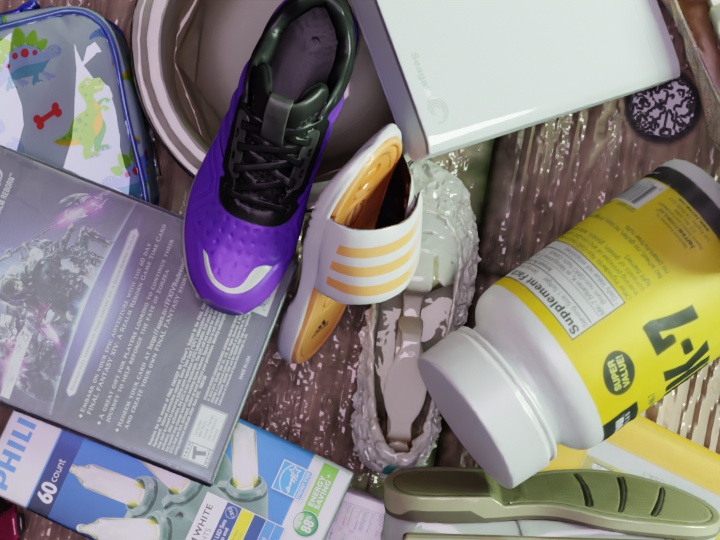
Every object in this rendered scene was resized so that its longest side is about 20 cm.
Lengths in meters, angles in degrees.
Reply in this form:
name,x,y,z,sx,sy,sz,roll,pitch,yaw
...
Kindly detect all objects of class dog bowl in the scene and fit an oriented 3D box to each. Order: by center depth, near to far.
name,x,y,z,sx,sy,sz,roll,pitch,yaw
dog bowl,-0.038,-0.133,1.535,0.200,0.074,0.201,0,88,3

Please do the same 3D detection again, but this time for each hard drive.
name,x,y,z,sx,sy,sz,roll,pitch,yaw
hard drive,0.091,-0.152,1.500,0.200,0.026,0.132,-19,88,-34

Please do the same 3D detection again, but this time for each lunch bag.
name,x,y,z,sx,sy,sz,roll,pitch,yaw
lunch bag,-0.227,-0.074,1.536,0.200,0.082,0.161,-13,89,2

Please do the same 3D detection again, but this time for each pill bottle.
name,x,y,z,sx,sy,sz,roll,pitch,yaw
pill bottle,0.140,0.033,1.486,0.200,0.114,0.114,-35,88,-10

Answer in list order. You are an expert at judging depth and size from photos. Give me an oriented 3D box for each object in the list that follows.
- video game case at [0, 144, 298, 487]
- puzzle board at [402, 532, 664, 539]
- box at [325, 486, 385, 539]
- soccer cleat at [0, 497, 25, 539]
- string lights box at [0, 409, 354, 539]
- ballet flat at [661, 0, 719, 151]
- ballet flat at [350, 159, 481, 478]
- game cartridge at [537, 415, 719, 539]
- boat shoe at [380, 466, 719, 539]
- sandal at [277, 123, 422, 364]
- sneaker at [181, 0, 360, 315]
name,x,y,z,sx,sy,sz,roll,pitch,yaw
video game case,-0.154,0.024,1.471,0.200,0.019,0.143,21,77,-1
puzzle board,0.121,0.220,1.478,0.199,0.017,0.151,2,122,1
box,-0.043,0.197,1.547,0.200,0.036,0.145,19,89,4
soccer cleat,-0.268,0.116,1.549,0.086,0.070,0.200,-12,95,29
string lights box,-0.115,0.125,1.504,0.200,0.059,0.103,24,86,3
ballet flat,0.221,-0.163,1.528,0.068,0.067,0.200,-21,88,-5
ballet flat,0.035,0.029,1.532,0.072,0.072,0.201,5,88,2
game cartridge,0.181,0.191,1.539,0.200,0.032,0.177,26,90,4
boat shoe,0.112,0.160,1.498,0.199,0.075,0.069,4,106,6
sandal,0.005,-0.005,1.475,0.059,0.207,0.079,35,54,13
sneaker,-0.053,-0.075,1.439,0.069,0.100,0.201,18,83,-3
